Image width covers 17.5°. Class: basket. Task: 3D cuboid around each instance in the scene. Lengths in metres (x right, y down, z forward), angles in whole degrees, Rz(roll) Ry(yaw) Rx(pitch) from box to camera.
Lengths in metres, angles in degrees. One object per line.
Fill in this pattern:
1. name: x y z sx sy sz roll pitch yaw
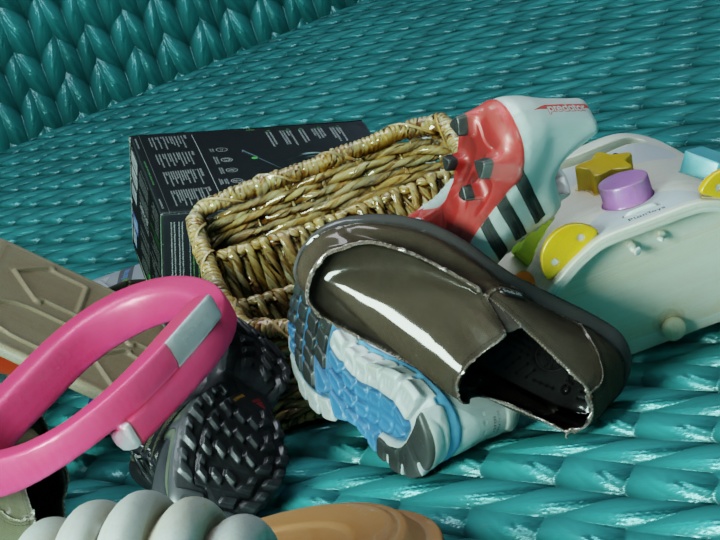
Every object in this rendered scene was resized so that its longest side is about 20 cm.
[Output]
1. basket: 0.000 0.000 1.526 0.199 0.149 0.143 -19 12 -4

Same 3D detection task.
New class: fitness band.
1. fitness band: -0.156 0.066 1.389 0.143 0.037 0.200 -11 27 43

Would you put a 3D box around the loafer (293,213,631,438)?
1. loafer: 0.057 0.031 1.293 0.199 0.073 0.071 21 29 -1

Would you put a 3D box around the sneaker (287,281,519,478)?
1. sneaker: 0.025 0.059 1.388 0.086 0.075 0.200 -11 30 -27

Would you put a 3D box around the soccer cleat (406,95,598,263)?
1. soccer cleat: 0.075 -0.034 1.354 0.085 0.069 0.200 -12 -29 -23

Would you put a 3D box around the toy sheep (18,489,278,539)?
1. toy sheep: -0.100 0.161 1.019 0.199 0.138 0.138 1 16 10

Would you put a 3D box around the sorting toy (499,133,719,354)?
1. sorting toy: 0.155 -0.030 1.429 0.199 0.107 0.180 -20 28 -5

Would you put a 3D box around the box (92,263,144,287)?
1. box: -0.233 0.044 1.952 0.199 0.041 0.156 -20 12 1

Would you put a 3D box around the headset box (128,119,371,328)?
1. headset box: -0.062 -0.038 1.734 0.199 0.093 0.174 -5 23 -12

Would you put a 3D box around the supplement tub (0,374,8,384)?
1. supplement tub: -0.309 0.062 1.747 0.140 0.141 0.200 -17 12 10

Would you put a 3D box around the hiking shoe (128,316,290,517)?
1. hiking shoe: -0.096 0.113 1.395 0.101 0.076 0.200 -48 13 26

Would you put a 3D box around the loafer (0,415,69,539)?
1. loafer: -0.209 0.139 1.437 0.069 0.075 0.200 -12 22 5

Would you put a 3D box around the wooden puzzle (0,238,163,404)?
1. wooden puzzle: -0.199 0.054 1.640 0.199 0.046 0.185 21 18 -6

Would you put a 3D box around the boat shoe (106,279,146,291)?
1. boat shoe: -0.160 0.043 1.791 0.200 0.076 0.074 -24 -5 -42

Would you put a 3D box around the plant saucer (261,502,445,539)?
1. plant saucer: -0.053 0.163 1.165 0.200 0.032 0.200 -18 13 4
